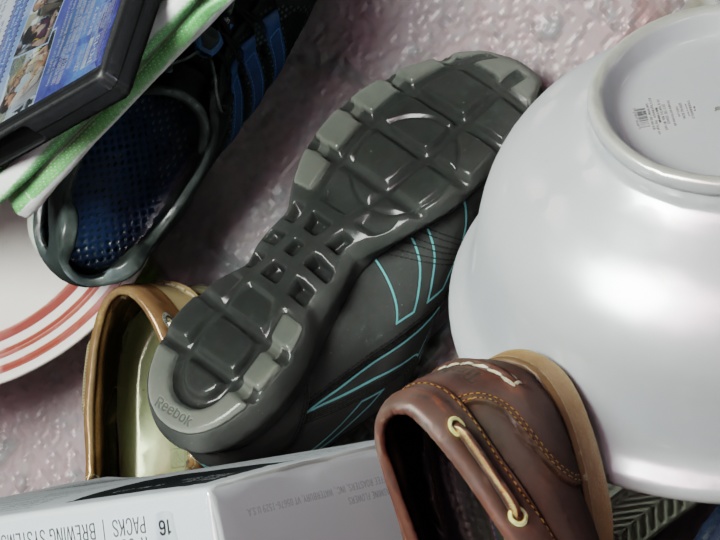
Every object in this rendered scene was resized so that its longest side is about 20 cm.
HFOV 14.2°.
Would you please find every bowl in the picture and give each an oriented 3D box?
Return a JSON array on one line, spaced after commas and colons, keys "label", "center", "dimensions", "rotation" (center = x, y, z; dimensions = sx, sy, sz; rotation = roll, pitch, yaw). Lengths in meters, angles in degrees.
[{"label": "bowl", "center": [0.125, -0.025, 0.952], "dimensions": [0.199, 0.091, 0.202], "rotation": [-4, 40, 4]}]

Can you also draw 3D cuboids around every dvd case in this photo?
[{"label": "dvd case", "center": [-0.132, -0.098, 1.136], "dimensions": [0.199, 0.017, 0.143], "rotation": [-23, 44, 48]}]

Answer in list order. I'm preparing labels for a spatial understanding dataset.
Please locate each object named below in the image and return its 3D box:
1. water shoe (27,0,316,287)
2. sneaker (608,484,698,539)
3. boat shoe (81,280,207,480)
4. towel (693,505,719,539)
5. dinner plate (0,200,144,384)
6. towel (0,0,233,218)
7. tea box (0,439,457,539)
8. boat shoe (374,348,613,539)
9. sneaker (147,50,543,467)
[{"label": "water shoe", "center": [-0.063, -0.080, 1.147], "dimensions": [0.201, 0.071, 0.079], "rotation": [-63, 17, 2]}, {"label": "sneaker", "center": [0.078, 0.056, 1.046], "dimensions": [0.199, 0.075, 0.085], "rotation": [-33, 43, 26]}, {"label": "boat shoe", "center": [-0.079, 0.099, 1.127], "dimensions": [0.075, 0.074, 0.201], "rotation": [-16, 69, 29]}, {"label": "towel", "center": [0.178, 0.166, 0.958], "dimensions": [0.199, 0.048, 0.112], "rotation": [28, 94, 35]}, {"label": "dinner plate", "center": [-0.176, -0.036, 1.220], "dimensions": [0.199, 0.024, 0.202], "rotation": [-3, 65, 6]}, {"label": "towel", "center": [-0.096, -0.128, 1.152], "dimensions": [0.153, 0.023, 0.201], "rotation": [-44, 29, 27]}, {"label": "tea box", "center": [-0.052, 0.166, 0.976], "dimensions": [0.199, 0.133, 0.198], "rotation": [-11, 89, 44]}, {"label": "boat shoe", "center": [0.055, 0.126, 0.900], "dimensions": [0.070, 0.070, 0.201], "rotation": [-25, 85, 37]}, {"label": "sneaker", "center": [0.000, 0.000, 1.107], "dimensions": [0.200, 0.079, 0.075], "rotation": [-47, 50, -9]}]
